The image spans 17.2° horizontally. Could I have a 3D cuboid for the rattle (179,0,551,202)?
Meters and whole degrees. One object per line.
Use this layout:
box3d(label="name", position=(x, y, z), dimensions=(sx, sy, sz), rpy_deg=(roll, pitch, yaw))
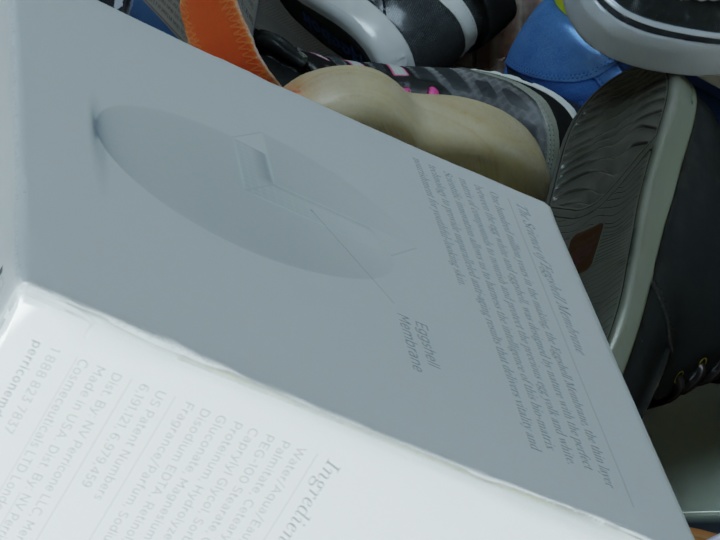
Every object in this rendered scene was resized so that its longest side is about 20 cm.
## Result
box3d(label="rattle", position=(0.000, 0.000, 0.846), dimensions=(0.130, 0.200, 0.143), rpy_deg=(-11, 60, 21))

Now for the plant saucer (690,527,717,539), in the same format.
box3d(label="plant saucer", position=(0.075, 0.166, 0.758), dimensions=(0.200, 0.037, 0.200), rpy_deg=(-11, 53, 15))

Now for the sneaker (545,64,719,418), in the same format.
box3d(label="sneaker", position=(0.107, 0.031, 0.836), dimensions=(0.075, 0.106, 0.200), rpy_deg=(-17, 40, 48))

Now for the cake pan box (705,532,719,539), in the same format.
box3d(label="cake pan box", position=(0.172, 0.147, 0.699), dimensions=(0.200, 0.052, 0.184), rpy_deg=(-20, 67, -22))

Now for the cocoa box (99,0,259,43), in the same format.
box3d(label="cocoa box", position=(-0.147, -0.135, 0.910), dimensions=(0.200, 0.133, 0.131), rpy_deg=(5, 76, 16))

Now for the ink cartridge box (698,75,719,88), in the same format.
box3d(label="ink cartridge box", position=(0.198, -0.099, 0.950), dimensions=(0.200, 0.068, 0.116), rpy_deg=(30, 31, 9))

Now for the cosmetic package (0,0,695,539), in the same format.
box3d(label="cosmetic package", position=(-0.035, 0.037, 0.683), dimensions=(0.200, 0.123, 0.199), rpy_deg=(23, 24, -20))

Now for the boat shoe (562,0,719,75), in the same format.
box3d(label="boat shoe", position=(0.170, -0.122, 0.853), dimensions=(0.199, 0.068, 0.074), rpy_deg=(-7, 61, -14))

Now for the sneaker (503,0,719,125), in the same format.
box3d(label="sneaker", position=(0.146, -0.042, 0.969), dimensions=(0.200, 0.078, 0.066), rpy_deg=(34, 21, 16))

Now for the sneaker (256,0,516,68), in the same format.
box3d(label="sneaker", position=(-0.008, -0.155, 1.089), dimensions=(0.112, 0.073, 0.200), rpy_deg=(-32, 58, -24))

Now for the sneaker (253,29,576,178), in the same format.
box3d(label="sneaker", position=(-0.010, -0.055, 0.963), dimensions=(0.200, 0.087, 0.074), rpy_deg=(10, 91, 23))
